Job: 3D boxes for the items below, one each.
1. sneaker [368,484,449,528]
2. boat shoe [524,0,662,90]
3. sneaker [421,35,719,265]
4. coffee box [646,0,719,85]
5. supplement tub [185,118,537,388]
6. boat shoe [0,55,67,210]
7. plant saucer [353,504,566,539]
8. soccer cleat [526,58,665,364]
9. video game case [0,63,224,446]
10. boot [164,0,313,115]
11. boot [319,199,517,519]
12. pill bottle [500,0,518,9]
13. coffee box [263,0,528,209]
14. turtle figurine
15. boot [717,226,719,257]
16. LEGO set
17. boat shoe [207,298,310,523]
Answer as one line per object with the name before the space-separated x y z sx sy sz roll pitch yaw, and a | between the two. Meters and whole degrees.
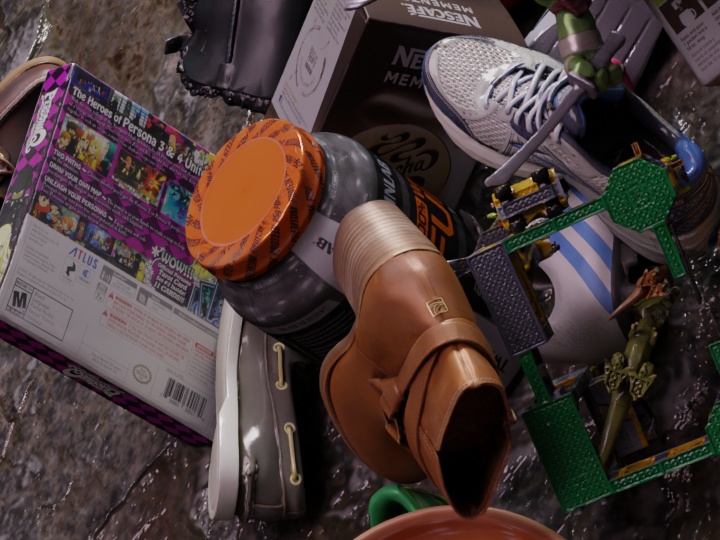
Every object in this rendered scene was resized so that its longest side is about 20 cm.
sneaker | 0.021 0.210 1.491 0.074 0.083 0.201 -27 46 33
boat shoe | 0.150 -0.156 1.643 0.200 0.072 0.071 -53 13 8
sneaker | 0.118 -0.086 1.494 0.199 0.085 0.077 30 72 22
coffee box | 0.184 -0.207 1.502 0.080 0.113 0.201 -39 77 25
supplement tub | 0.000 0.000 1.574 0.122 0.200 0.123 -28 45 33
boat shoe | -0.277 -0.070 2.062 0.201 0.070 0.070 -54 28 18
plant saucer | 0.052 0.225 1.416 0.198 0.037 0.202 -4 73 13
soccer cleat | 0.125 -0.036 1.558 0.086 0.070 0.201 -14 53 22
video game case | -0.148 -0.008 1.753 0.036 0.199 0.182 -10 57 47
boot | -0.031 -0.174 1.684 0.197 0.073 0.164 16 92 41
boot | 0.035 0.080 1.425 0.073 0.201 0.155 -21 44 -10
pill bottle | 0.062 -0.213 1.738 0.200 0.112 0.113 -38 40 24
coffee box | 0.007 -0.084 1.645 0.201 0.112 0.080 -66 29 31
turtle figurine | 0.120 -0.149 1.387 0.193 0.145 0.200 -20 23 23
boot | 0.250 0.000 1.408 0.144 0.071 0.202 -29 41 42
LEGO set | 0.140 0.032 1.438 0.153 0.201 0.116 -32 0 12
boat shoe | -0.062 0.074 1.711 0.072 0.060 0.203 105 169 -50
